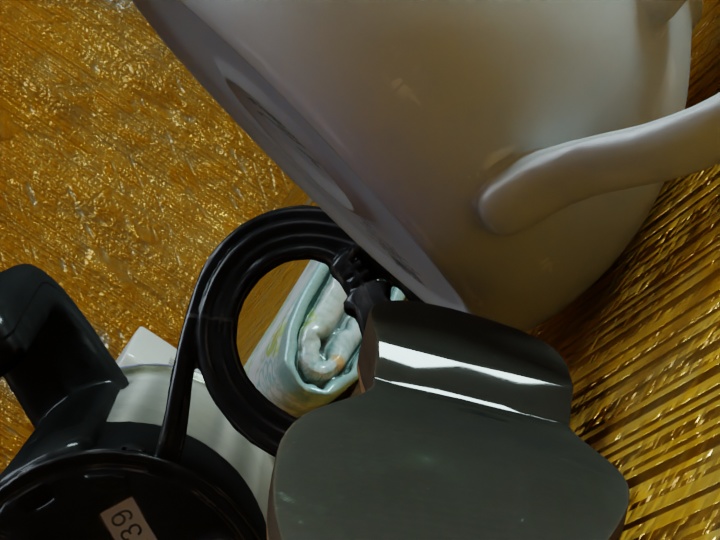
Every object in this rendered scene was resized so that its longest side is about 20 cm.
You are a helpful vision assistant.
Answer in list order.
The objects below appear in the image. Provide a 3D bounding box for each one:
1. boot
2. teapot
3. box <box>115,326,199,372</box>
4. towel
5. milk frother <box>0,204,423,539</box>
[{"bbox_3d":[0.015,0.065,0.461,0.200,0.074,0.076,-59,-14,-78],"label":"boot"},{"bbox_3d":[0.031,-0.086,0.600,0.146,0.200,0.197,-44,-8,-4],"label":"teapot"},{"bbox_3d":[-0.180,0.156,1.473,0.200,0.097,0.124,-55,5,5],"label":"box"},{"bbox_3d":[0.000,0.000,1.065,0.200,0.048,0.171,-58,2,-21],"label":"towel"},{"bbox_3d":[-0.053,0.069,0.773,0.200,0.181,0.188,-13,7,0],"label":"milk frother"}]
